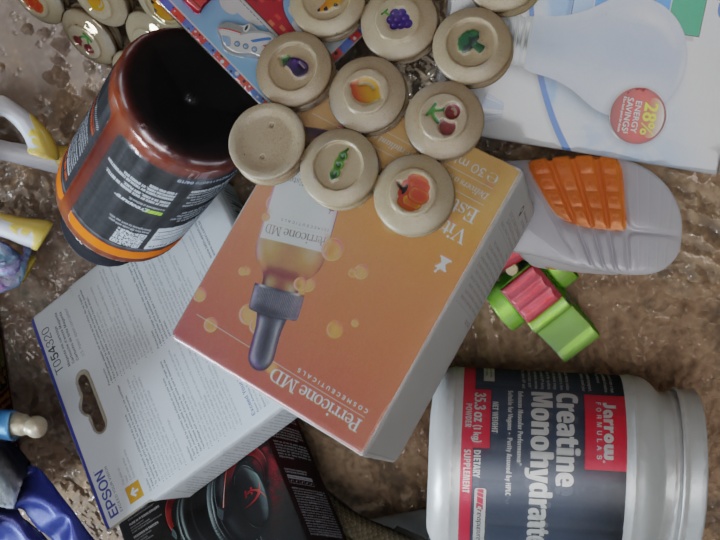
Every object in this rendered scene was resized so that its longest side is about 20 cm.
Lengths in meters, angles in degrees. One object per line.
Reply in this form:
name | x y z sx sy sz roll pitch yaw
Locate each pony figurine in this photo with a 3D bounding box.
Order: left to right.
pony figurine | -0.328 -0.070 0.914 0.199 0.167 0.194 30 90 -11

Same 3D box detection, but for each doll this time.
doll | -0.267 0.156 0.889 0.200 0.048 0.137 44 118 3

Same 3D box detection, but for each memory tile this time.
memory tile | -0.167 -0.181 0.864 0.199 0.017 0.153 38 149 -3
memory tile | 0.015 -0.131 0.748 0.152 0.017 0.202 21 83 14

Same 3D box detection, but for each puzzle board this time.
puzzle board | -0.072 -0.220 0.781 0.200 0.017 0.151 45 82 -4

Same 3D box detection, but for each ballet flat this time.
ballet flat | -0.024 0.214 0.956 0.198 0.046 0.068 18 127 33

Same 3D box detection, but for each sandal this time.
sandal | 0.124 -0.042 0.859 0.204 0.059 0.080 8 83 12

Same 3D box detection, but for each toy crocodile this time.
toy crocodile | 0.110 -0.015 0.912 0.067 0.062 0.201 -34 100 14

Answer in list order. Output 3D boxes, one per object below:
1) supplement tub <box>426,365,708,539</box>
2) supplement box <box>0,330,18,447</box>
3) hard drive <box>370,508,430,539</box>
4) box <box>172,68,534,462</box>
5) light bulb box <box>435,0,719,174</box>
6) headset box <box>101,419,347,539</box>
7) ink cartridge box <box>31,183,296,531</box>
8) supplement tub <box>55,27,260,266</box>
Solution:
supplement tub | 0.151 0.147 0.911 0.197 0.140 0.142 2 106 6
supplement box | -0.341 0.118 0.974 0.084 0.110 0.203 -2 105 7
hard drive | 0.024 0.252 0.959 0.197 0.133 0.026 -14 126 10
box | 0.000 0.000 0.790 0.151 0.106 0.202 28 86 16
light bulb box | 0.160 -0.185 0.828 0.197 0.125 0.201 9 106 5
headset box | -0.114 0.169 0.942 0.148 0.075 0.202 -32 65 15
ink cartridge box | -0.142 0.063 0.921 0.199 0.043 0.198 -36 63 16
supplement tub | -0.151 -0.074 0.844 0.107 0.107 0.200 43 142 -6
